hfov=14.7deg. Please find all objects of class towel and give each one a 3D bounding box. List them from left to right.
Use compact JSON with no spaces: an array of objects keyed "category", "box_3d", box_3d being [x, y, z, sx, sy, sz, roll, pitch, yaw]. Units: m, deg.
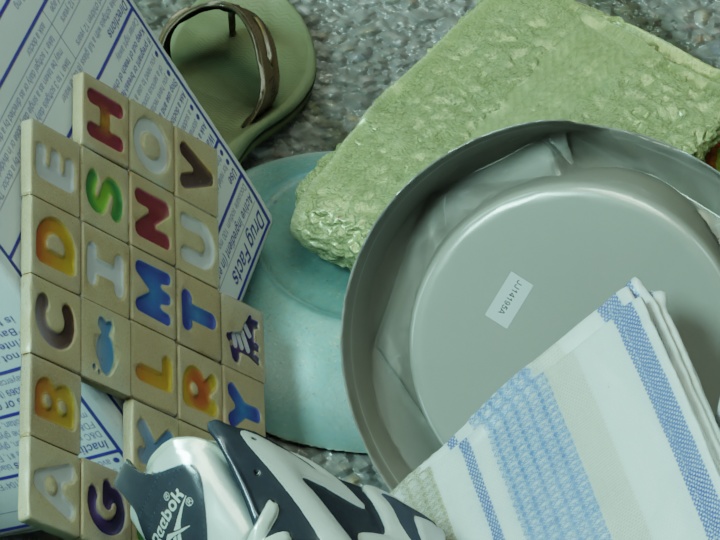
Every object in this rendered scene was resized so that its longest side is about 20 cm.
[{"category":"towel","box_3d":[0.076,-0.052,1.298,0.148,0.037,0.200,29,58,20]},{"category":"towel","box_3d":[0.067,0.113,1.112,0.024,0.200,0.147,30,28,-38]}]

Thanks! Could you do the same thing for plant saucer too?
[{"category":"plant saucer","box_3d":[0.000,0.000,1.306,0.201,0.039,0.201,3,44,-3]}]

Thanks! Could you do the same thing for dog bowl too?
[{"category":"dog bowl","box_3d":[0.094,0.031,1.186,0.200,0.200,0.059,17,11,10]}]

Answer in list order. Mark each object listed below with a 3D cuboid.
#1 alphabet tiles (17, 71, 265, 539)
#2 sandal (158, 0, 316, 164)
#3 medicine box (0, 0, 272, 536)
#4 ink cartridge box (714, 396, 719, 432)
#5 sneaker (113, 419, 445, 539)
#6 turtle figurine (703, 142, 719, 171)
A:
[{"category":"alphabet tiles","box_3d":[-0.087,0.026,1.148,0.008,0.167,0.200,-14,66,29]},{"category":"sandal","box_3d":[-0.070,-0.098,1.375,0.080,0.057,0.201,14,31,7]},{"category":"medicine box","box_3d":[-0.144,-0.023,1.181,0.103,0.200,0.182,-14,35,28]},{"category":"ink cartridge box","box_3d":[0.193,0.129,1.081,0.084,0.200,0.146,-9,45,-15]},{"category":"sneaker","box_3d":[-0.041,0.122,1.041,0.129,0.080,0.199,30,28,-6]},{"category":"turtle figurine","box_3d":[0.227,-0.049,1.317,0.161,0.065,0.200,-1,16,18]}]
